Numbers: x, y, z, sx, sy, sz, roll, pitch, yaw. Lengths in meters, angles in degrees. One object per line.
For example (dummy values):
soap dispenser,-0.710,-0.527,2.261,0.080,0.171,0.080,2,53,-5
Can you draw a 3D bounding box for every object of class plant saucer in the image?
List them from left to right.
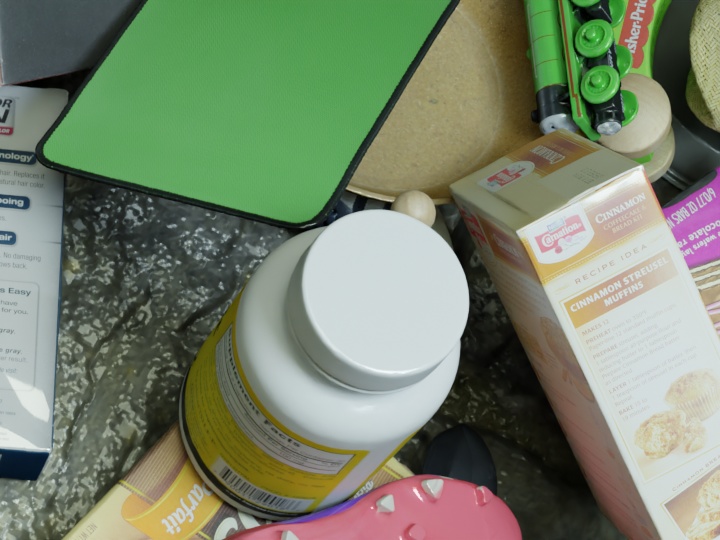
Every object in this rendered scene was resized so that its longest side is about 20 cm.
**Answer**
plant saucer,0.011,-0.112,1.562,0.199,0.035,0.201,9,57,-14

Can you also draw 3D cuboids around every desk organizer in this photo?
desk organizer,-0.148,-0.150,1.552,0.200,0.077,0.072,-17,108,-48

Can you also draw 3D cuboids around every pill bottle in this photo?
pill bottle,-0.015,0.044,1.413,0.111,0.200,0.112,6,68,-16

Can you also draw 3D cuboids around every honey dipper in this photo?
honey dipper,0.000,0.000,1.494,0.038,0.200,0.038,5,68,-14

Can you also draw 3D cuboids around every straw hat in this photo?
straw hat,0.220,-0.114,1.584,0.085,0.201,0.202,2,70,3

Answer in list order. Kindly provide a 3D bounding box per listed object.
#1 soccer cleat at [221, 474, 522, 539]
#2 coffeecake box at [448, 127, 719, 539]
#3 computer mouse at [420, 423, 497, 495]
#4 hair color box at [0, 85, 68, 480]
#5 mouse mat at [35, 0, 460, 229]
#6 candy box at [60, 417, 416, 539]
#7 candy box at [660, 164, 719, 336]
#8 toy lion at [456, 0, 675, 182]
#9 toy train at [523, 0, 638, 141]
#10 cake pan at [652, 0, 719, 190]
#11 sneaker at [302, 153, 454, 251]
soccer cleat,-0.007,0.148,1.461,0.199,0.076,0.067,-10,79,-38
coffeecake box,0.131,0.040,1.458,0.073,0.154,0.201,-27,104,-5
computer mouse,0.042,0.175,1.521,0.034,0.059,0.201,5,68,18
hair color box,-0.208,0.003,1.509,0.099,0.061,0.201,5,70,-13
mouse mat,-0.054,-0.102,1.473,0.160,0.008,0.200,14,50,20
candy box,-0.077,0.143,1.500,0.115,0.055,0.200,44,64,1
candy box,0.211,0.056,1.602,0.136,0.061,0.200,-35,84,-15
toy lion,0.099,-0.163,1.639,0.191,0.069,0.201,11,76,12
toy train,0.111,-0.158,1.573,0.056,0.042,0.201,-16,60,21
cake pan,0.232,-0.132,1.697,0.199,0.037,0.201,5,69,-14
sneaker,-0.017,-0.037,1.575,0.084,0.075,0.201,-19,68,-23
